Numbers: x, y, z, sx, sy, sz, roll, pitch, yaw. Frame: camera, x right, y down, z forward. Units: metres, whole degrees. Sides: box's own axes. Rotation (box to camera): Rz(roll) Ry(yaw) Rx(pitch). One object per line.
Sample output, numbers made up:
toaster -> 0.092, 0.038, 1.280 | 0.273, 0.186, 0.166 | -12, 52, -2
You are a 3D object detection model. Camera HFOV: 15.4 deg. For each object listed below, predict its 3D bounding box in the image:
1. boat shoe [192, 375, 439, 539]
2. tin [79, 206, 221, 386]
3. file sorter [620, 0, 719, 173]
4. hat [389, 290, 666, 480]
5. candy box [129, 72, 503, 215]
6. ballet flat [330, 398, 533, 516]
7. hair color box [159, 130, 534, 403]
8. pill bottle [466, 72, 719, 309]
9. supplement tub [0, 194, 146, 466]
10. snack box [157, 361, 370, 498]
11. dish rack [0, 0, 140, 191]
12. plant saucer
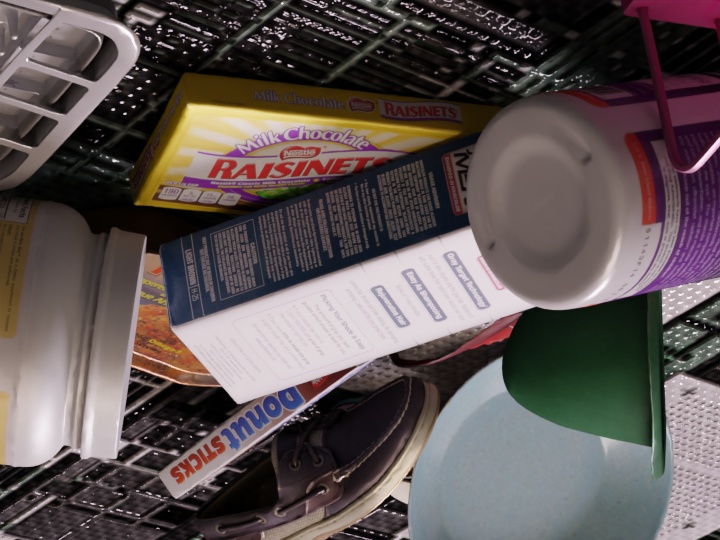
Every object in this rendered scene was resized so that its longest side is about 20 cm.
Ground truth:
boat shoe -> -0.031, 0.127, 1.682 | 0.065, 0.072, 0.200 | 35, 127, -21
tin -> -0.110, 0.016, 1.568 | 0.112, 0.042, 0.200 | -25, 147, 35
file sorter -> 0.258, -0.114, 1.332 | 0.200, 0.125, 0.139 | 6, 148, -22
hat -> 0.089, 0.045, 1.555 | 0.176, 0.166, 0.200 | -1, 138, 8
candy box -> -0.017, -0.062, 1.462 | 0.200, 0.026, 0.102 | 5, 145, -21
ballet flat -> 0.067, 0.130, 1.774 | 0.200, 0.071, 0.069 | 7, 149, -25
hair color box -> 0.000, 0.000, 1.480 | 0.200, 0.061, 0.100 | -18, 147, 12
pill bottle -> 0.161, -0.046, 1.406 | 0.200, 0.111, 0.111 | -10, 159, -43
supplement tub -> -0.221, 0.028, 1.423 | 0.200, 0.145, 0.145 | 8, 149, -4
snack box -> -0.047, 0.081, 1.672 | 0.200, 0.024, 0.072 | -37, 176, 42
dish rack -> -0.227, -0.111, 1.311 | 0.200, 0.044, 0.172 | 12, 146, -31
plant saucer -> 0.112, 0.138, 1.740 | 0.201, 0.201, 0.039 | 11, -172, -29
